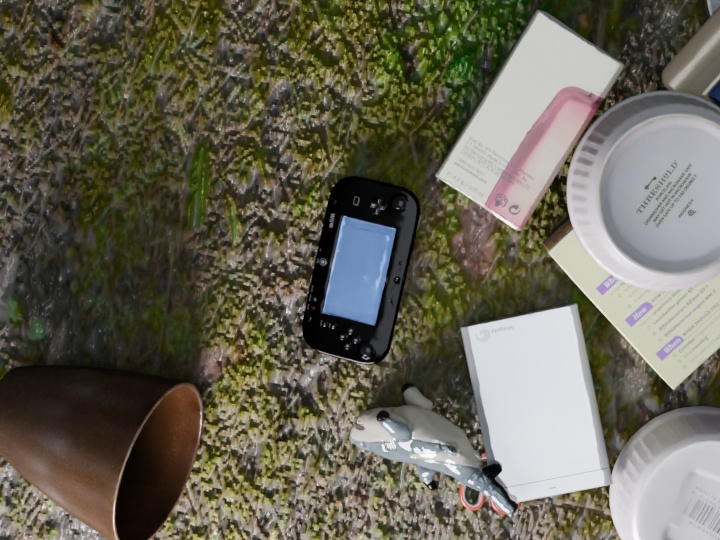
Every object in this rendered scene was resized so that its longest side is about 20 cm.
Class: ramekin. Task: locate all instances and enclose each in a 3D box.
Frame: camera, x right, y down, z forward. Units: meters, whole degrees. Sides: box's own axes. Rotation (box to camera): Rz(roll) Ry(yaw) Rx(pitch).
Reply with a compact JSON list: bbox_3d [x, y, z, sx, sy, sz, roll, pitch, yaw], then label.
[{"bbox_3d":[0.375,0.255,1.461,0.198,0.098,0.203,0,96,4],"label":"ramekin"},{"bbox_3d":[0.306,-0.076,1.336,0.200,0.094,0.204,0,96,4],"label":"ramekin"}]

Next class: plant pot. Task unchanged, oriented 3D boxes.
[{"bbox_3d":[-0.304,0.181,1.479,0.198,0.187,0.189,18,97,17],"label":"plant pot"}]

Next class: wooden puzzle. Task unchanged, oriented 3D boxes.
[{"bbox_3d":[0.442,-0.201,1.409,0.200,0.046,0.185,40,98,-19],"label":"wooden puzzle"}]

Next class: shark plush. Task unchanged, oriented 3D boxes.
[{"bbox_3d":[0.087,0.205,1.495,0.199,0.091,0.084,26,116,0],"label":"shark plush"}]

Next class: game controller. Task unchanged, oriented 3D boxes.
[{"bbox_3d":[0.000,0.000,1.491,0.103,0.042,0.202,13,96,3],"label":"game controller"}]

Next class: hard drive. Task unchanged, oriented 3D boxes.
[{"bbox_3d":[0.194,0.148,1.490,0.131,0.027,0.202,-11,89,6],"label":"hard drive"}]

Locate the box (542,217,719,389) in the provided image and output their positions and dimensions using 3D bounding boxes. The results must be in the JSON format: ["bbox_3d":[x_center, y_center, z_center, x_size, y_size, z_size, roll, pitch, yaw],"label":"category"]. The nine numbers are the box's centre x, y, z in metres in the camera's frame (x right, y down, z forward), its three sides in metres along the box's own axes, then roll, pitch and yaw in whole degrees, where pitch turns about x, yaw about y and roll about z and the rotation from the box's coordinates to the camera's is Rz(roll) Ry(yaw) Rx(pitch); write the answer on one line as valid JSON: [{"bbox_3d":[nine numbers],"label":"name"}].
[{"bbox_3d":[0.325,-0.011,1.437,0.176,0.097,0.200,-43,92,7],"label":"box"}]

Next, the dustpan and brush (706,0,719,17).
[{"bbox_3d":[0.400,-0.343,1.414,0.139,0.057,0.201,-33,93,7],"label":"dustpan and brush"}]

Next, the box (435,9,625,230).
[{"bbox_3d":[0.174,-0.157,1.418,0.108,0.128,0.201,32,98,0],"label":"box"}]

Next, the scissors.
[{"bbox_3d":[0.171,0.181,1.510,0.073,0.014,0.202,20,98,2],"label":"scissors"}]
